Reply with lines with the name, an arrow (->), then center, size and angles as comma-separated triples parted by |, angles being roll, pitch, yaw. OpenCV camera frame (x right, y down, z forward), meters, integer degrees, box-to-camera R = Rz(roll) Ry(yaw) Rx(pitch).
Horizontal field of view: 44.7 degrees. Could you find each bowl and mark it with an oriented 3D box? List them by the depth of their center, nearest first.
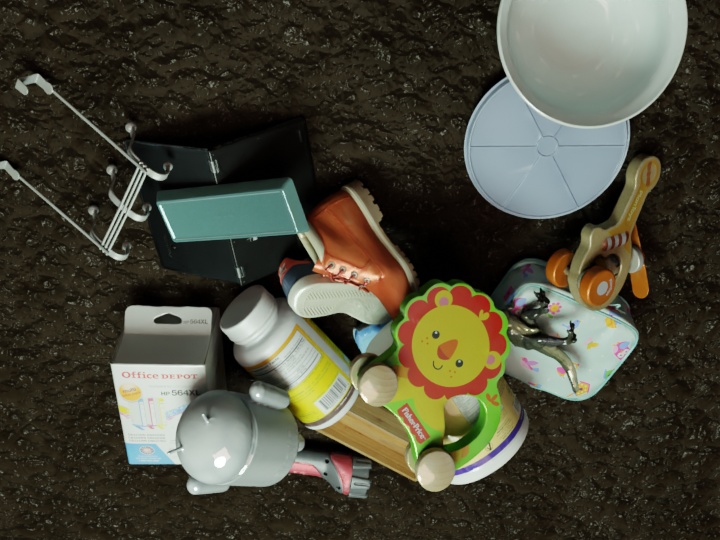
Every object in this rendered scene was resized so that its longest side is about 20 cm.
bowl -> 0.235, -0.256, 0.931 | 0.197, 0.090, 0.205 | 0, 101, -2

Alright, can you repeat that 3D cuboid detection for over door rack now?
over door rack -> -0.333, -0.126, 1.049 | 0.198, 0.067, 0.148 | 34, 121, -5

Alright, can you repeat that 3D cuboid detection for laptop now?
laptop -> -0.165, -0.092, 1.102 | 0.197, 0.116, 0.190 | -23, 126, -20

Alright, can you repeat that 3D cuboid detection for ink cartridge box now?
ink cartridge box -> -0.255, 0.145, 1.187 | 0.126, 0.126, 0.203 | 0, 124, 0

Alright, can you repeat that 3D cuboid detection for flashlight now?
flashlight -> -0.083, 0.300, 1.324 | 0.196, 0.068, 0.069 | 6, 135, -4

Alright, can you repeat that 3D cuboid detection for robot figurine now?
robot figurine -> -0.155, 0.214, 1.111 | 0.199, 0.112, 0.171 | 22, 102, -55

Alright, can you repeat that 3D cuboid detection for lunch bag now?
lunch bag -> 0.264, 0.078, 1.173 | 0.197, 0.078, 0.162 | 22, 119, -13

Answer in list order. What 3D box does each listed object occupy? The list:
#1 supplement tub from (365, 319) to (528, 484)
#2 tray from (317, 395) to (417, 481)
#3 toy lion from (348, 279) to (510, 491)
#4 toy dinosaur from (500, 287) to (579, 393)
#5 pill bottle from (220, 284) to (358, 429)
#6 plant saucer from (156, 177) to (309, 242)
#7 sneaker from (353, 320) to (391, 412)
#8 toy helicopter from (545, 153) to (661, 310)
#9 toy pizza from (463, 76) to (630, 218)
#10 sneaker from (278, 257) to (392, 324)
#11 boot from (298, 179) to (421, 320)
supplement tub -> 0.109, 0.154, 1.123 | 0.144, 0.146, 0.201 | -31, 103, 19
tray -> 0.033, 0.243, 1.285 | 0.198, 0.037, 0.098 | 30, 142, -19
toy lion -> 0.098, 0.121, 1.014 | 0.190, 0.069, 0.202 | -35, 103, -5
toy dinosaur -> 0.223, 0.078, 1.100 | 0.198, 0.048, 0.088 | 33, 135, -10
pill bottle -> -0.095, 0.114, 1.176 | 0.108, 0.110, 0.200 | -32, 118, 19
plant saucer -> -0.156, -0.066, 1.028 | 0.197, 0.019, 0.071 | -3, 122, 28
sneaker -> 0.056, 0.147, 1.209 | 0.077, 0.091, 0.201 | -26, 118, 16
toy helicopter -> 0.325, -0.044, 1.083 | 0.131, 0.079, 0.203 | 16, 100, -36
toy pizza -> 0.222, -0.155, 1.049 | 0.196, 0.032, 0.203 | 1, 123, 1
sneaker -> -0.020, 0.015, 1.134 | 0.198, 0.085, 0.076 | 10, 120, -41
boot -> 0.000, 0.000, 1.054 | 0.106, 0.202, 0.075 | -28, 167, -21
